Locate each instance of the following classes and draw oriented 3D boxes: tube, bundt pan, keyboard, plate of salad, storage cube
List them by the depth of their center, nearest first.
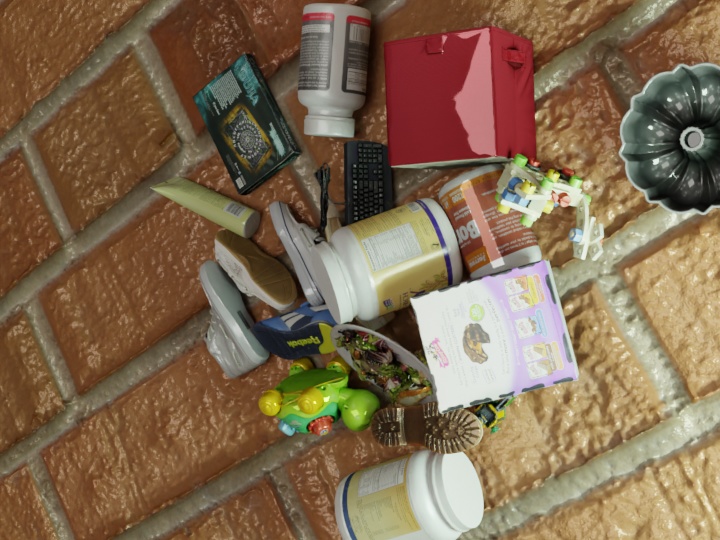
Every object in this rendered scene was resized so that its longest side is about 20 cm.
[{"bbox_3d":[0.457,-0.176,1.467,0.200,0.075,0.205,2,93,30],"label":"bundt pan"},{"bbox_3d":[0.149,-0.245,1.582,0.198,0.170,0.182,-1,92,29],"label":"storage cube"},{"bbox_3d":[0.033,0.152,1.659,0.198,0.201,0.048,22,64,27],"label":"plate of salad"},{"bbox_3d":[-0.011,-0.107,1.714,0.125,0.021,0.203,-1,80,-4],"label":"keyboard"},{"bbox_3d":[-0.266,-0.117,1.884,0.198,0.058,0.052,26,79,21],"label":"tube"}]

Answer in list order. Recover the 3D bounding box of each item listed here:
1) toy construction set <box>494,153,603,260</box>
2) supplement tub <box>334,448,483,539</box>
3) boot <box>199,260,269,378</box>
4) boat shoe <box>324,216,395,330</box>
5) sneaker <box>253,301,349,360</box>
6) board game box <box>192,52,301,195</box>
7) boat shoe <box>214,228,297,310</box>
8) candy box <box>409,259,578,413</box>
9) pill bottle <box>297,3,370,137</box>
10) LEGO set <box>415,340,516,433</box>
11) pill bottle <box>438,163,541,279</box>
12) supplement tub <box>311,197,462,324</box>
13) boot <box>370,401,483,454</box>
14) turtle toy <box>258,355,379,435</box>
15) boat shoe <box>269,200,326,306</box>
[{"bbox_3d":[0.272,-0.097,1.532,0.092,0.199,0.132,-52,32,17],"label":"toy construction set"},{"bbox_3d":[0.075,0.360,1.667,0.198,0.144,0.146,-23,81,28],"label":"supplement tub"},{"bbox_3d":[-0.243,0.090,1.868,0.095,0.073,0.201,-32,84,27],"label":"boot"},{"bbox_3d":[0.000,0.000,1.742,0.068,0.074,0.202,-22,79,4],"label":"boat shoe"},{"bbox_3d":[-0.094,0.095,1.795,0.198,0.082,0.074,-5,127,40],"label":"sneaker"},{"bbox_3d":[-0.196,-0.250,1.857,0.135,0.028,0.202,-33,76,26],"label":"board game box"},{"bbox_3d":[-0.179,0.010,1.841,0.200,0.070,0.070,44,135,32],"label":"boat shoe"},{"bbox_3d":[0.187,0.091,1.509,0.198,0.071,0.170,-15,87,13],"label":"candy box"},{"bbox_3d":[-0.043,-0.315,1.722,0.110,0.110,0.203,7,95,28],"label":"pill bottle"},{"bbox_3d":[0.167,0.142,1.620,0.153,0.115,0.201,-39,74,25],"label":"LEGO set"},{"bbox_3d":[0.199,-0.046,1.597,0.111,0.112,0.202,-27,79,27],"label":"pill bottle"},{"bbox_3d":[0.039,-0.011,1.624,0.198,0.145,0.147,-20,81,-11],"label":"supplement tub"},{"bbox_3d":[0.122,0.235,1.644,0.199,0.106,0.076,-3,83,45],"label":"boot"},{"bbox_3d":[-0.061,0.213,1.752,0.198,0.146,0.102,-5,112,30],"label":"turtle toy"},{"bbox_3d":[-0.086,-0.037,1.784,0.066,0.074,0.202,-27,69,4],"label":"boat shoe"}]
